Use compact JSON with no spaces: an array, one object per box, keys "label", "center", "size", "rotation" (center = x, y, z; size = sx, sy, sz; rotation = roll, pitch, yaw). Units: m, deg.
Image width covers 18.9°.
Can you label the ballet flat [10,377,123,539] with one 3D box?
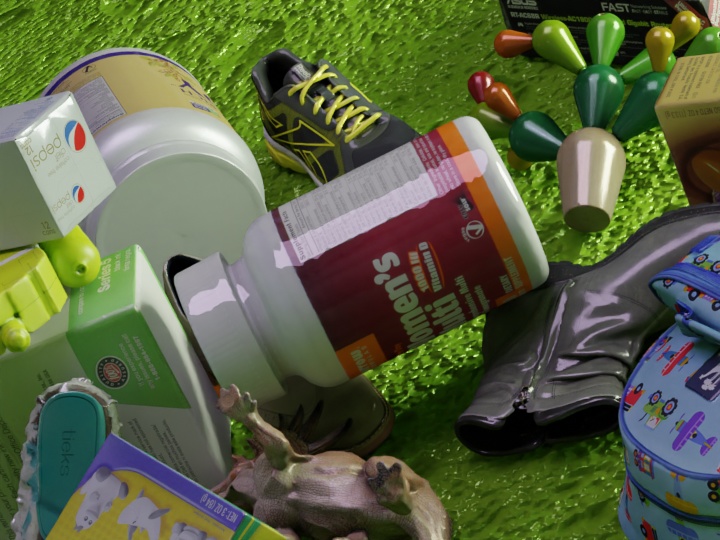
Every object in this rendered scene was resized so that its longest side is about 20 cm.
[{"label":"ballet flat","center":[-0.166,0.163,1.228],"size":[0.071,0.072,0.202],"rotation":[1,79,38]}]

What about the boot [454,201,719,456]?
[{"label":"boot","center":[0.152,0.043,1.239],"size":[0.199,0.068,0.131],"rotation":[-19,35,25]}]

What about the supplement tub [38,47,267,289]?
[{"label":"supplement tub","center":[-0.151,-0.062,1.530],"size":[0.145,0.146,0.200],"rotation":[-29,31,-6]}]

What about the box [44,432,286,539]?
[{"label":"box","center":[-0.138,0.198,1.139],"size":[0.117,0.048,0.201],"rotation":[24,82,39]}]

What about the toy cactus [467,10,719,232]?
[{"label":"toy cactus","center":[0.156,-0.096,1.434],"size":[0.199,0.102,0.166],"rotation":[-7,53,24]}]

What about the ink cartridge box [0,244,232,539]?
[{"label":"ink cartridge box","center":[-0.196,0.095,1.320],"size":[0.199,0.146,0.084],"rotation":[-21,29,7]}]

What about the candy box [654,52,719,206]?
[{"label":"candy box","center":[0.285,-0.074,1.256],"size":[0.199,0.117,0.057],"rotation":[-3,37,31]}]

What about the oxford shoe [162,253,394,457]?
[{"label":"oxford shoe","center":[-0.060,0.053,1.336],"size":[0.199,0.075,0.070],"rotation":[28,65,40]}]

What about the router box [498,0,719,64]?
[{"label":"router box","center":[0.220,-0.216,1.574],"size":[0.199,0.062,0.150],"rotation":[11,45,45]}]

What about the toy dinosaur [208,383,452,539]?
[{"label":"toy dinosaur","center":[-0.009,0.127,1.210],"size":[0.199,0.135,0.086],"rotation":[19,91,24]}]

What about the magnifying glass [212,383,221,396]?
[{"label":"magnifying glass","center":[-0.039,0.044,1.412],"size":[0.199,0.022,0.080],"rotation":[-27,31,-6]}]

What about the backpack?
[{"label":"backpack","center":[0.213,0.063,1.084],"size":[0.199,0.135,0.182],"rotation":[-35,31,-11]}]

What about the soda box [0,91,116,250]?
[{"label":"soda box","center":[-0.249,-0.048,1.303],"size":[0.199,0.068,0.064],"rotation":[-10,25,35]}]

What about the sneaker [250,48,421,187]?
[{"label":"sneaker","center":[-0.023,-0.105,1.561],"size":[0.074,0.085,0.200],"rotation":[-38,33,-20]}]

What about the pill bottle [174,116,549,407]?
[{"label":"pill bottle","center":[0.000,0.000,1.255],"size":[0.199,0.110,0.110],"rotation":[-27,30,1]}]

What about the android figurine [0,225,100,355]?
[{"label":"android figurine","center":[-0.240,0.022,1.277],"size":[0.181,0.041,0.200],"rotation":[-29,23,-11]}]
